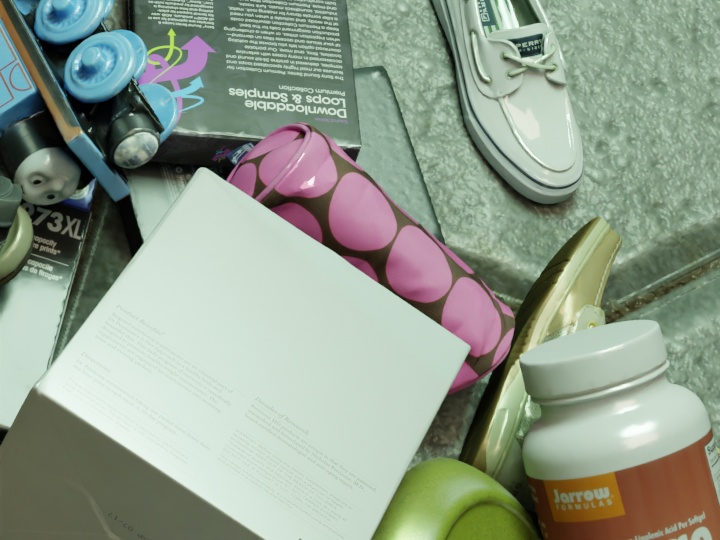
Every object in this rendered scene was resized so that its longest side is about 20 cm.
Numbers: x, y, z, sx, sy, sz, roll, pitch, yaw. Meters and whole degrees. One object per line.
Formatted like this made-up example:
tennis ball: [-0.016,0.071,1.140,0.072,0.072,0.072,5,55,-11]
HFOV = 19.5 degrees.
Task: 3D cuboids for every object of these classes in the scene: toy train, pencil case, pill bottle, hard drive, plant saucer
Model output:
toy train: [-0.189,-0.120,1.252,0.114,0.087,0.200,-33,56,3]
pencil case: [0.000,0.000,1.270,0.200,0.094,0.091,42,13,-23]
pill bottle: [0.158,0.136,1.221,0.112,0.112,0.201,-19,97,-26]
hard drive: [-0.056,-0.055,1.339,0.199,0.033,0.140,-9,69,-23]
plant saucer: [0.069,0.204,1.193,0.200,0.031,0.201,26,58,-50]

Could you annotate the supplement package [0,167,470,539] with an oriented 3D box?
supplement package: [-0.079,0.092,1.170,0.191,0.147,0.200,34,44,-2]

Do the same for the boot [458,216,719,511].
boot: [0.164,0.079,1.329,0.154,0.072,0.200,27,67,-4]

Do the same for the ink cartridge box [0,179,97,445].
ink cartridge box: [-0.220,0.004,1.253,0.094,0.037,0.201,17,59,-11]

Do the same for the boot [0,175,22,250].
boot: [-0.292,0.019,1.152,0.164,0.201,0.066,25,15,5]

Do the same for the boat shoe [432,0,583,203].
boat shoe: [0.100,-0.143,1.416,0.073,0.067,0.201,-18,73,-25]

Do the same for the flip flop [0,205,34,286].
flip flop: [-0.289,-0.019,1.203,0.199,0.058,0.081,-2,63,6]

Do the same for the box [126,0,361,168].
box: [-0.079,-0.149,1.345,0.142,0.036,0.201,4,50,-12]
